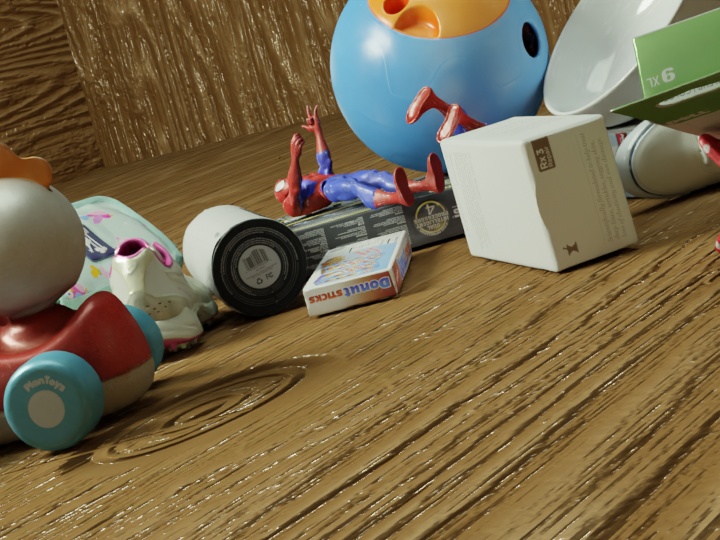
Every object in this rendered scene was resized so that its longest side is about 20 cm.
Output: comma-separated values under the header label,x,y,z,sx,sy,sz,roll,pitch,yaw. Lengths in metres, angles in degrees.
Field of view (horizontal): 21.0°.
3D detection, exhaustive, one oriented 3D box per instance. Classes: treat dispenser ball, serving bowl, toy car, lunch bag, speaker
label,x,y,z,sx,sy,sz,roll,pitch,yaw
treat dispenser ball,0.072,-0.190,1.773,0.200,0.202,0.201,-15,8,2
serving bowl,0.246,-0.202,1.675,0.200,0.066,0.200,-49,21,26
toy car,-0.244,0.013,1.312,0.176,0.201,0.184,-14,8,12
lunch bag,-0.279,0.006,1.729,0.199,0.123,0.170,0,13,35
speaker,-0.101,-0.011,1.641,0.081,0.082,0.200,-17,8,-10

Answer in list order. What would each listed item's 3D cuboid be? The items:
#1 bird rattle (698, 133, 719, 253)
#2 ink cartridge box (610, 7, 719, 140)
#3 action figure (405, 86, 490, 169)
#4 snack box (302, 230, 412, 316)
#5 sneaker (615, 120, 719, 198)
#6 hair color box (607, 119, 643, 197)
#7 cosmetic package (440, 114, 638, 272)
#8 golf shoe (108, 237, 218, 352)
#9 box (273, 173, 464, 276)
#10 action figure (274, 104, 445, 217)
label,x,y,z,sx,sy,sz,roll,pitch,yaw
bird rattle,0.320,-0.055,1.224,0.162,0.113,0.200,-6,-9,-24
ink cartridge box,0.240,-0.129,1.225,0.104,0.060,0.200,-17,-13,33
action figure,0.115,-0.094,1.645,0.065,0.052,0.200,29,3,43
snack box,0.000,0.000,1.569,0.072,0.024,0.200,-14,8,7
sneaker,0.299,-0.108,1.570,0.199,0.073,0.071,-20,8,-23
hair color box,0.242,-0.104,1.694,0.099,0.061,0.200,-20,9,-23
cosmetic package,0.131,-0.061,1.471,0.074,0.102,0.200,-19,10,-14
golf shoe,-0.160,0.013,1.554,0.075,0.092,0.200,-17,7,-1
box,0.021,-0.046,1.764,0.199,0.049,0.161,-16,6,-4
action figure,-0.019,-0.099,1.708,0.065,0.099,0.200,-22,9,-38
